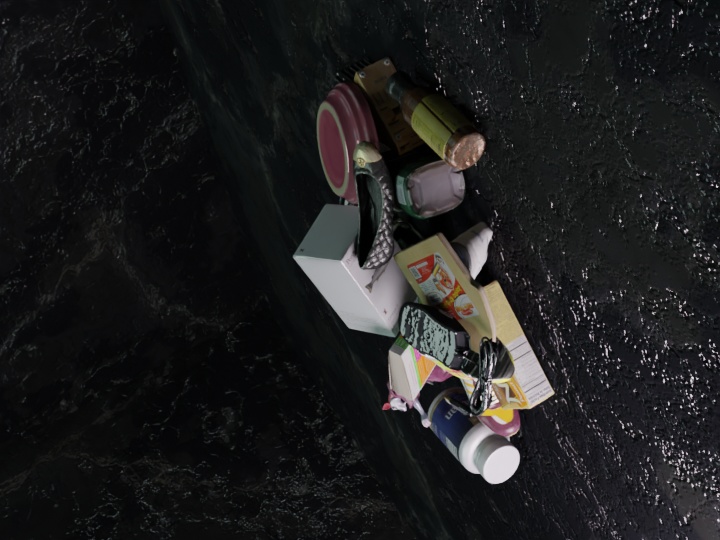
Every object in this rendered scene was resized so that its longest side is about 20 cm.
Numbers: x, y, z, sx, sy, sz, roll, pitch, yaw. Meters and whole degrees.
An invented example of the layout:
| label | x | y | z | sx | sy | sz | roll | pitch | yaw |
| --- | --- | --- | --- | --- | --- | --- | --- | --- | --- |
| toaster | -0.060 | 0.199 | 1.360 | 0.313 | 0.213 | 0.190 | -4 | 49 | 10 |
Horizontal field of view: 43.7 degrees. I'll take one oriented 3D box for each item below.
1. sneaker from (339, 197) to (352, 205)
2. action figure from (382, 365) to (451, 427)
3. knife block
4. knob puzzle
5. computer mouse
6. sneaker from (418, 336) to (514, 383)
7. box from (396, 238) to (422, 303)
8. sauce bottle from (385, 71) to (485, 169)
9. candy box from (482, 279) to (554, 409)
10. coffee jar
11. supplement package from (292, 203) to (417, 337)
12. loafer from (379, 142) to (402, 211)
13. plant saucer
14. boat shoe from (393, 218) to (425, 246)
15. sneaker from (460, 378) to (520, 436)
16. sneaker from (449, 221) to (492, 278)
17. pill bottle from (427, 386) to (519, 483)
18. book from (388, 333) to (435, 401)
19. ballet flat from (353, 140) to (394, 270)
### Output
| label | x | y | z | sx | sy | sz | roll | pitch | yaw |
| --- | --- | --- | --- | --- | --- | --- | --- | --- | --- |
| sneaker | -0.008 | -0.162 | 1.676 | 0.201 | 0.078 | 0.132 | 81 | -176 | -54 |
| action figure | 0.108 | 0.204 | 1.767 | 0.149 | 0.200 | 0.134 | 43 | -167 | -21 |
| knife block | 0.030 | -0.261 | 1.481 | 0.202 | 0.063 | 0.176 | 61 | 167 | 9 |
| knob puzzle | 0.144 | 0.039 | 1.346 | 0.220 | 0.030 | 0.221 | 44 | 156 | 25 |
| computer mouse | 0.136 | 0.132 | 1.366 | 0.198 | 0.046 | 0.143 | 25 | 121 | 42 |
| sneaker | 0.181 | 0.139 | 1.433 | 0.090 | 0.079 | 0.199 | 41 | 167 | -34 |
| box | 0.067 | 0.032 | 1.655 | 0.118 | 0.048 | 0.200 | 48 | 145 | 7 |
| sauce bottle | 0.102 | -0.222 | 1.284 | 0.201 | 0.065 | 0.067 | 55 | 165 | 40 |
| candy box | 0.228 | 0.125 | 1.466 | 0.203 | 0.055 | 0.115 | 63 | 164 | 2 |
| coffee jar | 0.080 | -0.142 | 1.425 | 0.200 | 0.102 | 0.087 | -147 | 41 | -67 |
| supplement package | 0.000 | 0.000 | 1.510 | 0.116 | 0.118 | 0.201 | 8 | 146 | 42 |
| loafer | 0.028 | -0.195 | 1.611 | 0.203 | 0.071 | 0.063 | 61 | 174 | -3 |
| plant saucer | -0.025 | -0.201 | 1.459 | 0.200 | 0.050 | 0.205 | 168 | 90 | -73 |
| boat shoe | 0.074 | -0.062 | 1.686 | 0.199 | 0.074 | 0.069 | 34 | 149 | 44 |
| sneaker | 0.221 | 0.201 | 1.604 | 0.202 | 0.074 | 0.090 | 58 | 171 | 18 |
| sneaker | 0.162 | -0.003 | 1.408 | 0.075 | 0.087 | 0.201 | 45 | 157 | 11 |
| pill bottle | 0.222 | 0.322 | 1.749 | 0.200 | 0.110 | 0.113 | 43 | 156 | 55 |
| book | 0.119 | 0.107 | 1.562 | 0.047 | 0.201 | 0.135 | 24 | 148 | 25 |
| ballet flat | 0.016 | -0.096 | 1.371 | 0.066 | 0.056 | 0.204 | 14 | 120 | 43 |
